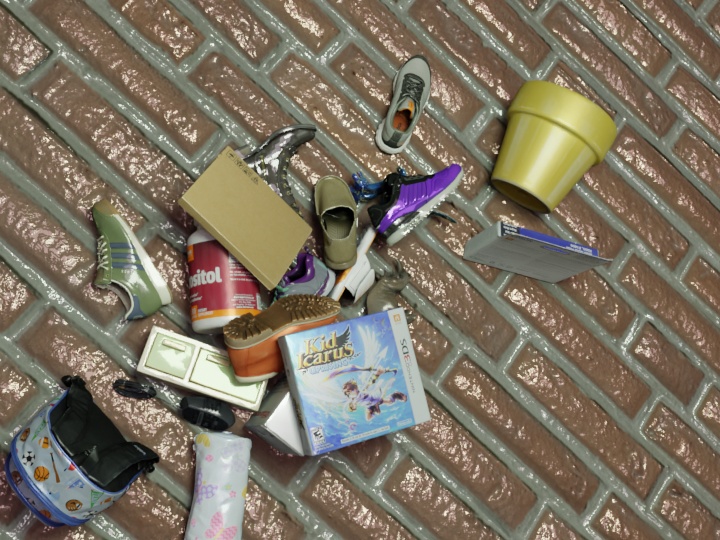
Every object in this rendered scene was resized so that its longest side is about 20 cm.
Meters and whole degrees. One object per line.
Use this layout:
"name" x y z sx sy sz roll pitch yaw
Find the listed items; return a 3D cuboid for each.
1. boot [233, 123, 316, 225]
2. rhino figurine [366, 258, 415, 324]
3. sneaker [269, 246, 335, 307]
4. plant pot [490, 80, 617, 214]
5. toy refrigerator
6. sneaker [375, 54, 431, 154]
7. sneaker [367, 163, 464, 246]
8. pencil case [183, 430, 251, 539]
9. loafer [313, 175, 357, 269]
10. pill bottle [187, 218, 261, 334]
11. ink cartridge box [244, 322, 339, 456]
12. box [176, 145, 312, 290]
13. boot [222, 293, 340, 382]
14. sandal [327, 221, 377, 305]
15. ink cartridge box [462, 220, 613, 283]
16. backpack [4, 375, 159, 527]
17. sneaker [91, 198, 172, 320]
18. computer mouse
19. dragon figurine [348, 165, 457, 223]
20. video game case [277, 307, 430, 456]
"boot" -0.135 -0.146 1.419 0.200 0.069 0.174 -27 91 -13
"rhino figurine" 0.049 0.073 1.429 0.087 0.060 0.200 15 73 -17
"sneaker" -0.130 0.055 1.350 0.200 0.074 0.088 -54 130 -16
"plant pot" 0.340 -0.218 1.521 0.201 0.201 0.189 31 88 -9
"toy refrigerator" -0.250 0.159 1.311 0.200 0.070 0.076 22 74 -12
"sneaker" 0.091 -0.311 1.512 0.074 0.079 0.201 21 72 -10
"sneaker" 0.091 -0.139 1.417 0.200 0.070 0.100 -43 91 -21
"pencil case" -0.222 0.350 1.273 0.090 0.083 0.201 7 77 -12
"loafer" -0.037 -0.094 1.398 0.076 0.068 0.200 -5 52 -10
"pill bottle" -0.222 -0.003 1.331 0.113 0.113 0.201 -3 79 -18
"ink cartridge box" -0.082 0.192 1.316 0.084 0.145 0.200 40 70 -9
"box" -0.179 -0.086 1.310 0.200 0.021 0.164 45 40 -15
"boot" -0.119 0.106 1.296 0.200 0.075 0.107 -20 125 -27
"sandal" 0.003 -0.003 1.420 0.059 0.079 0.207 33 69 -8
"ink cartridge box" 0.311 -0.036 1.459 0.199 0.200 0.041 15 75 -15
"backpack" -0.413 0.270 1.174 0.154 0.190 0.200 -45 94 -4
"sneaker" -0.388 -0.011 1.303 0.090 0.067 0.200 -35 93 -26
"computer mouse" -0.292 0.205 1.302 0.200 0.059 0.034 21 51 -8
"dragon figurine" 0.071 -0.119 1.475 0.200 0.059 0.099 40 70 -5
"video game case" -0.008 0.165 1.246 0.200 0.045 0.182 -13 85 -22
